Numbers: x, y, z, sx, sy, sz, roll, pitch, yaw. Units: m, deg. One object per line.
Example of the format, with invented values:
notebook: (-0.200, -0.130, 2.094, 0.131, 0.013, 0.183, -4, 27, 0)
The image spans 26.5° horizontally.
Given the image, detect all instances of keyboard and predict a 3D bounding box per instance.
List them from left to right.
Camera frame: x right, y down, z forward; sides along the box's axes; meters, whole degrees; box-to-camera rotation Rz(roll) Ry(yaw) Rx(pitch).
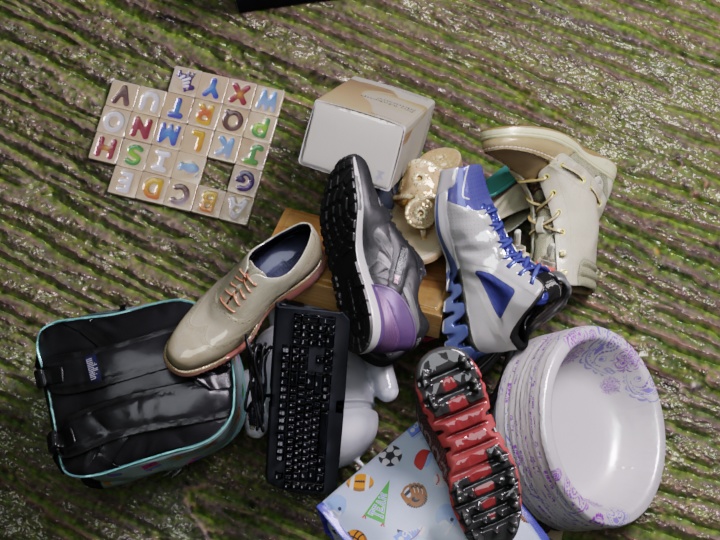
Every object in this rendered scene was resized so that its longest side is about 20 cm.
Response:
keyboard: (-0.068, 0.132, 1.495, 0.103, 0.040, 0.202, 7, 111, 7)

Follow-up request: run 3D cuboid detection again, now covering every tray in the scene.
tray: (0.000, 0.000, 1.583, 0.198, 0.037, 0.099, 15, 46, 9)

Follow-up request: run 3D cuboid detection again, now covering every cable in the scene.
cable: (0.162, 0.058, 1.603, 0.096, 0.050, 0.202, 10, 116, 1)

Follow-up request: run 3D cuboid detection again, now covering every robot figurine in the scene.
robot figurine: (-0.046, 0.121, 1.592, 0.168, 0.113, 0.202, -18, 72, 12)

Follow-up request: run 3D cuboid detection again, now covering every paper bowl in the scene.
paper bowl: (0.212, 0.163, 1.549, 0.104, 0.199, 0.203, -16, 67, 44)

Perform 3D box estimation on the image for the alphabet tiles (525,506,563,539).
alphabet tiles: (0.107, 0.281, 1.595, 0.198, 0.006, 0.168, 14, 73, 6)

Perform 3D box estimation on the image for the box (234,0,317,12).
box: (-0.063, -0.423, 1.760, 0.194, 0.118, 0.202, -8, 74, -1)

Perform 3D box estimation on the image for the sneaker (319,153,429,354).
sneaker: (0.018, -0.015, 1.516, 0.087, 0.076, 0.202, 1, 74, -31)

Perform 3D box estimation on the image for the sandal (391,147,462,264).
sandal: (0.064, -0.091, 1.604, 0.077, 0.070, 0.212, -4, 32, 16)

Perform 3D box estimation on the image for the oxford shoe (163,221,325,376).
oxford shoe: (-0.119, 0.021, 1.503, 0.071, 0.074, 0.200, 40, 72, 19)

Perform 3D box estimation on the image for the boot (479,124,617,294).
boot: (0.193, -0.062, 1.613, 0.072, 0.199, 0.157, 1, 78, 46)

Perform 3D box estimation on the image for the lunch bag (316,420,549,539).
lunch bag: (0.081, 0.273, 1.532, 0.170, 0.124, 0.200, -40, 68, -11)

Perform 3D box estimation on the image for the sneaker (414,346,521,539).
sneaker: (0.103, 0.171, 1.476, 0.070, 0.098, 0.202, -18, 88, -5)

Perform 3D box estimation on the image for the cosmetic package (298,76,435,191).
cosmetic package: (0.010, -0.149, 1.628, 0.104, 0.200, 0.072, 17, 107, 5)

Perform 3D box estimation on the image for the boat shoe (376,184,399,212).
boat shoe: (0.014, -0.035, 1.666, 0.074, 0.062, 0.202, 2, 73, 2)

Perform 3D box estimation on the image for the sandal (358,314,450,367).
sandal: (0.059, 0.046, 1.612, 0.075, 0.045, 0.199, 43, 51, 18)

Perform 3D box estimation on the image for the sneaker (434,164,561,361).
sneaker: (0.142, -0.007, 1.523, 0.114, 0.080, 0.202, -3, 94, 24)

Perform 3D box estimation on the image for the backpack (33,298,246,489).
backpack: (-0.214, 0.124, 1.574, 0.198, 0.153, 0.178, -17, 72, 7)

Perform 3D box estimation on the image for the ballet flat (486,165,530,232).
ballet flat: (0.127, -0.057, 1.658, 0.199, 0.070, 0.070, -27, 73, -21)

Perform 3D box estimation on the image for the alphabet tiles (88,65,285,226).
alphabet tiles: (-0.201, -0.150, 1.736, 0.198, 0.008, 0.169, 13, 74, 5)
